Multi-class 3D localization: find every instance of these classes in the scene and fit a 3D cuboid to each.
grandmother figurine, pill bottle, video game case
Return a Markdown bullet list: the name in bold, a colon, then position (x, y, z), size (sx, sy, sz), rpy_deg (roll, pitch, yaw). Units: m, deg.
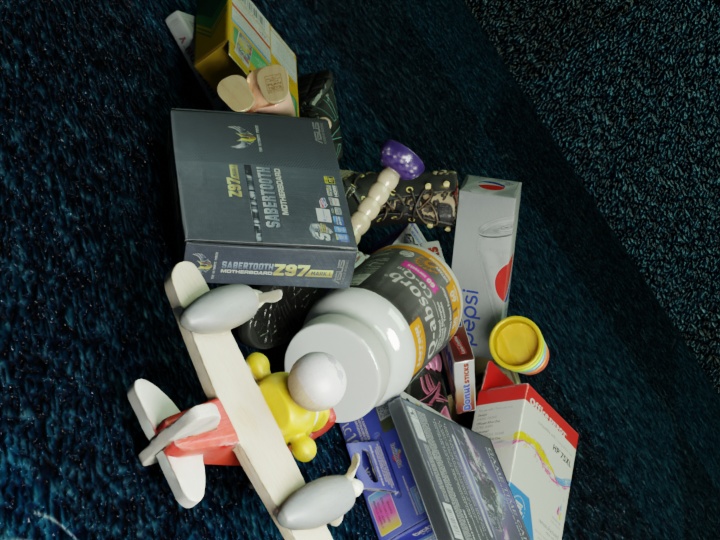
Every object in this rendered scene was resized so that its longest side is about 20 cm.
- **grandmother figurine**: position (-0.088, -0.132, 1.575), size (0.200, 0.120, 0.061), rpy_deg (83, 0, -62)
- **pill bottle**: position (0.013, 0.058, 1.434), size (0.117, 0.116, 0.200), rpy_deg (56, 30, -4)
- **video game case**: position (0.099, 0.203, 1.432), size (0.200, 0.019, 0.144), rpy_deg (32, 33, -57)
- **video game case**: position (-0.130, -0.199, 1.744), size (0.183, 0.023, 0.200), rpy_deg (61, 16, 10)

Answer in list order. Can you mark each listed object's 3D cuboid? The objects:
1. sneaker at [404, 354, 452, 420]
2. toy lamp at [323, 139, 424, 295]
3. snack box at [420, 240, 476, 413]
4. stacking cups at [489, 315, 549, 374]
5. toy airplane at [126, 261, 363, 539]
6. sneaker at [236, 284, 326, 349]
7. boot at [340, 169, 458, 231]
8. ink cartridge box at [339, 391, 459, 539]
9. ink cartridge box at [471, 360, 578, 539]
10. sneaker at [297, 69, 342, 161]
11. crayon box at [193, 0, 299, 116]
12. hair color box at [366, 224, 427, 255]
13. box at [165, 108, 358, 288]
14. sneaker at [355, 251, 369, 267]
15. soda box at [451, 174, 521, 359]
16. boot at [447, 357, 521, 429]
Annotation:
- **sneaker**: position (0.049, 0.136, 1.589), size (0.200, 0.078, 0.096), rpy_deg (5, 66, -68)
- **toy lamp**: position (-0.007, -0.035, 1.540), size (0.058, 0.201, 0.058), rpy_deg (32, -15, 10)
- **snack box**: position (0.093, 0.057, 1.638), size (0.201, 0.024, 0.072), rpy_deg (-103, -173, -51)
- **stacking cups**: position (0.185, 0.093, 1.784), size (0.061, 0.060, 0.200), rpy_deg (61, 4, 12)
- **toy airplane**: position (-0.077, 0.105, 1.158), size (0.200, 0.141, 0.200), rpy_deg (49, 20, -27)
- **sneaker**: position (-0.081, -0.001, 1.460), size (0.200, 0.104, 0.060), rpy_deg (-49, 132, -37)
- **boot**: position (0.036, -0.072, 1.757), size (0.200, 0.149, 0.074), rpy_deg (-67, 156, -75)
- **ink cartridge box**: position (0.059, 0.202, 1.477), size (0.200, 0.076, 0.137), rpy_deg (37, 27, -54)
- **ink cartridge box**: position (0.174, 0.205, 1.677), size (0.116, 0.067, 0.201), rpy_deg (43, 48, -38)
- **sneaker**: position (-0.058, -0.159, 1.748), size (0.201, 0.075, 0.080), rpy_deg (-82, 151, -56)
- **crayon box**: position (-0.123, -0.221, 1.674), size (0.126, 0.051, 0.201), rpy_deg (49, 18, -28)
- **hair color box**: position (0.050, 0.020, 1.796), size (0.110, 0.065, 0.200), rpy_deg (57, 18, -6)
- **box**: position (-0.095, -0.069, 1.417), size (0.156, 0.051, 0.201), rpy_deg (3, 40, -13)
- **sneaker**: position (0.000, 0.000, 1.596), size (0.200, 0.112, 0.071), rpy_deg (51, 27, -19)
- **soda box**: position (0.140, -0.003, 1.774), size (0.063, 0.068, 0.202), rpy_deg (-58, 155, -67)
- **boot**: position (0.135, 0.146, 1.798), size (0.154, 0.072, 0.201), rpy_deg (18, 46, -62)
